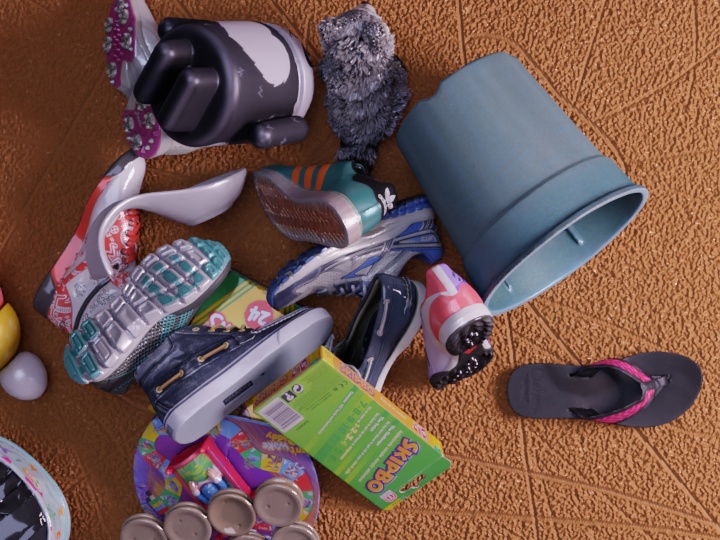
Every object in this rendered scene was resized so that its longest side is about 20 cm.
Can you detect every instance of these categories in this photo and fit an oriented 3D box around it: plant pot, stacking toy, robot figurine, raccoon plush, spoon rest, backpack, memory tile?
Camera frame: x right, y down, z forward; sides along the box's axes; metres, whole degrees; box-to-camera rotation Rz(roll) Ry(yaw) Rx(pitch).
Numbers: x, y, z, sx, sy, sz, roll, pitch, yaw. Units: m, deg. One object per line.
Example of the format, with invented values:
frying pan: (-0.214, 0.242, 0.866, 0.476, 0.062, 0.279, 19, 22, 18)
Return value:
plant pot: (0.147, -0.094, 1.532, 0.199, 0.200, 0.197, -35, 74, 3)
stacking toy: (-0.407, 0.062, 1.622, 0.146, 0.146, 0.200, -42, 99, 2)
robot figurine: (-0.132, -0.190, 1.559, 0.124, 0.199, 0.152, -10, 91, 37)
raccoon plush: (0.006, -0.168, 1.567, 0.095, 0.134, 0.203, -11, 80, 3)
spoon rest: (-0.198, -0.062, 1.575, 0.199, 0.099, 0.061, -34, 105, -35)
backpack: (-0.394, 0.270, 1.575, 0.177, 0.151, 0.200, 41, 98, 5)
memory tile: (-0.133, 0.289, 1.566, 0.198, 0.017, 0.155, -16, 114, 14)

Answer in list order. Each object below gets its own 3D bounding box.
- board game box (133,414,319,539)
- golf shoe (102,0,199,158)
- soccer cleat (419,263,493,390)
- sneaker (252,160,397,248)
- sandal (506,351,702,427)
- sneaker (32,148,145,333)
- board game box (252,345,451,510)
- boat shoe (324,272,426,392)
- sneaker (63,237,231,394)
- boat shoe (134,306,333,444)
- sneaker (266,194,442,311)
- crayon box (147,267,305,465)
board game box: (-0.141, 0.224, 1.570, 0.197, 0.039, 0.160, 11, 115, 8)
golf shoe: (-0.214, -0.205, 1.641, 0.091, 0.075, 0.202, 0, 63, -36)
soccer cleat: (0.089, 0.058, 1.520, 0.068, 0.200, 0.074, -26, 70, -9)
sneaker: (-0.036, -0.074, 1.569, 0.079, 0.199, 0.072, -29, 118, -24)
sandal: (0.246, 0.122, 1.566, 0.197, 0.045, 0.076, -3, 85, 6)
sneaker: (-0.249, -0.017, 1.625, 0.107, 0.067, 0.203, 31, 93, 7)
board game box: (-0.005, 0.161, 1.542, 0.095, 0.030, 0.200, -37, 119, 21)
boat shoe: (-0.003, 0.091, 1.557, 0.061, 0.075, 0.201, 17, 118, -31)
sneaker: (-0.207, 0.049, 1.577, 0.199, 0.091, 0.078, -40, 58, -2)
boat shoe: (-0.128, 0.078, 1.548, 0.199, 0.071, 0.091, -35, 63, -12)
sneaker: (0.000, 0.000, 1.577, 0.198, 0.077, 0.086, -28, 96, -12)
crayon box: (-0.132, 0.112, 1.608, 0.126, 0.051, 0.202, 26, 89, 7)
